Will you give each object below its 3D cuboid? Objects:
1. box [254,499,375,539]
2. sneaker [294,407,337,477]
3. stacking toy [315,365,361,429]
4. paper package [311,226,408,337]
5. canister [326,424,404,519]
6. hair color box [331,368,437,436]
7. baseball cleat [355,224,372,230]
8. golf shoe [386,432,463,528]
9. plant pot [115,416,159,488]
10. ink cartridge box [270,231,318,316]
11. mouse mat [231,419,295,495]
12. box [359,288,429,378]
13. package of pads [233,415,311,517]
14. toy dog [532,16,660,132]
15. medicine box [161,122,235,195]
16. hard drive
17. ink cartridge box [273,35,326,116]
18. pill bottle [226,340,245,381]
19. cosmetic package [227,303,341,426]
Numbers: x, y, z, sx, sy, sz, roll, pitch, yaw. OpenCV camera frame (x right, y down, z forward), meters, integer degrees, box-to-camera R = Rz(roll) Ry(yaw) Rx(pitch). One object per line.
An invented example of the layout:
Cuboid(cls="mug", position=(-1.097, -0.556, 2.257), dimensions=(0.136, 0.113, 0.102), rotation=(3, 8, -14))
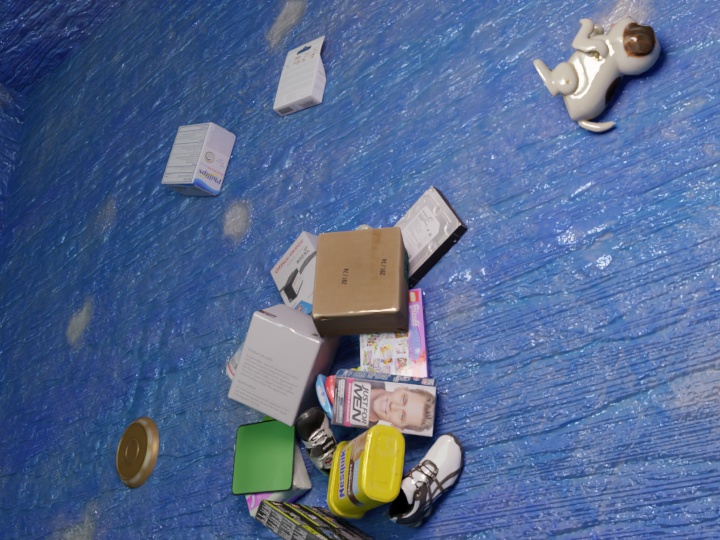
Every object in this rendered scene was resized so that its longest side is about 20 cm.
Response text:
Cuboid(cls="box", position=(-0.077, 0.515, 1.454), dimensions=(0.199, 0.193, 0.048), rotation=(15, 85, 45))
Cuboid(cls="sneaker", position=(-0.078, 0.362, 1.545), dimensions=(0.074, 0.201, 0.089), rotation=(-32, 49, -15))
Cuboid(cls="stacking toy", position=(0.015, 0.238, 1.567), dimensions=(0.199, 0.110, 0.117), rotation=(-31, 54, 13))
Cuboid(cls="paper package", position=(0.003, 0.025, 1.531), dimensions=(0.189, 0.104, 0.201), rotation=(-4, 60, 10))
Cuboid(cls="canister", position=(0.010, 0.388, 1.433), dimensions=(0.200, 0.086, 0.150), rotation=(130, 153, -58))
Cuboid(cls="hair color box", position=(0.048, 0.256, 1.448), dimensions=(0.198, 0.061, 0.101), rotation=(4, 97, 8))
Cuboid(cls="baseball cleat", position=(0.000, 0.000, 1.669), dimensions=(0.069, 0.107, 0.201), rotation=(13, 66, 4))
Cuboid(cls="golf shoe", position=(0.120, 0.393, 1.384), dimensions=(0.078, 0.094, 0.201), rotation=(31, 95, 39))
Cuboid(cls="plant pot", position=(-0.644, 0.518, 2.121), dimensions=(0.199, 0.027, 0.202), rotation=(-19, 61, 38))
Cuboid(cls="ink cartridge box", position=(-0.117, 0.028, 1.777), dimensions=(0.145, 0.083, 0.200), rotation=(-48, 47, 20))
Cuboid(cls="mouse mat", position=(-0.218, 0.418, 1.670), dimensions=(0.199, 0.008, 0.162), rotation=(-16, 61, 36))
Cuboid(cls="box", position=(0.068, 0.141, 1.534), dimensions=(0.136, 0.039, 0.201), rotation=(-7, 61, 11))
Cuboid(cls="package of pads", position=(-0.206, 0.448, 1.699), dimensions=(0.154, 0.068, 0.201), rotation=(-42, 48, 21))
Cuboid(cls="toy dog", position=(0.450, -0.378, 1.369), dimensions=(0.200, 0.139, 0.195), rotation=(-35, 64, 28))
Cuboid(cls="medicine box", position=(-0.500, -0.341, 2.289), dimensions=(0.181, 0.103, 0.202), rotation=(6, 78, 45))
Cuboid(cls="hard drive", position=(0.128, -0.069, 1.617), dimensions=(0.200, 0.038, 0.140), rotation=(-46, 48, 19))
Cuboid(cls="ink cartridge box", position=(-0.161, -0.548, 2.099), dimensions=(0.159, 0.047, 0.201), rotation=(-8, 62, 42))
Cuboid(cls="pill bottle", position=(-0.229, 0.192, 1.799), dimensions=(0.200, 0.108, 0.109), rotation=(-52, 45, 14))
Cuboid(cls="cosmetic package", position=(-0.162, 0.202, 1.629), dimensions=(0.164, 0.165, 0.201), rotation=(22, 100, 14))
